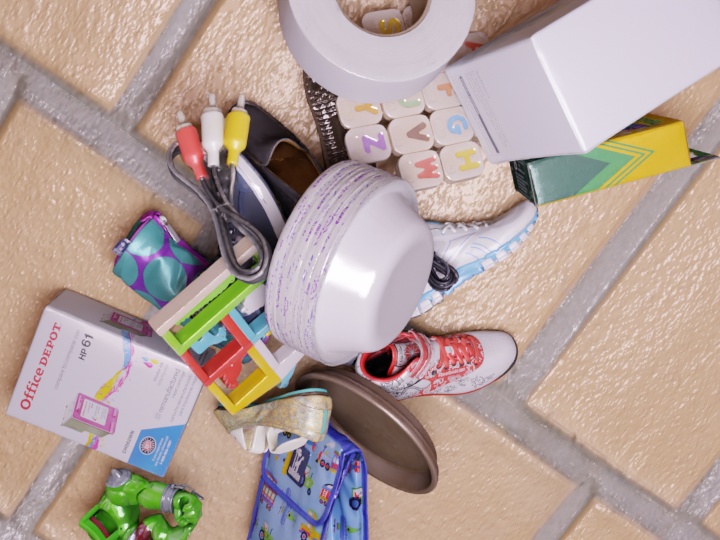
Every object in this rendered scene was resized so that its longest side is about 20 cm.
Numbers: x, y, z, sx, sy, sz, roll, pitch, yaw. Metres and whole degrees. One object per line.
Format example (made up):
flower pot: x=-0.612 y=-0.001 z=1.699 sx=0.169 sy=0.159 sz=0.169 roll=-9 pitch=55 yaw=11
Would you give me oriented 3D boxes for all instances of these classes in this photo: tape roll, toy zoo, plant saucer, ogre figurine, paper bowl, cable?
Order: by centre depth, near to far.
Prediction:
cable: x=-0.142 y=-0.078 z=0.918 sx=0.096 sy=0.050 sz=0.201 roll=-15 pitch=63 yaw=6
paper bowl: x=0.000 y=0.000 z=0.945 sx=0.104 sy=0.200 sz=0.202 roll=25 pitch=103 yaw=22
tape roll: x=0.015 y=-0.280 z=0.981 sx=0.200 sy=0.071 sz=0.204 roll=2 pitch=81 yaw=-12
toy zoo: x=-0.118 y=0.069 z=0.982 sx=0.131 sy=0.020 sz=0.200 roll=-41 pitch=138 yaw=-11
plant saucer: x=0.010 y=0.181 z=1.087 sx=0.200 sy=0.200 sz=0.030 roll=47 pitch=61 yaw=-10
ogre figurine: x=-0.264 y=0.305 z=1.133 sx=0.119 sy=0.200 sz=0.098 roll=33 pitch=59 yaw=2

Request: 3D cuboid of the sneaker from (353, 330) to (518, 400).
sneaker: x=0.089 y=0.102 z=1.082 sx=0.200 sy=0.108 sz=0.068 roll=-13 pitch=68 yaw=-2

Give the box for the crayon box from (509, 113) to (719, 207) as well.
crayon box: x=0.271 y=-0.127 z=1.032 sx=0.198 sy=0.126 sz=0.052 roll=-14 pitch=103 yaw=2

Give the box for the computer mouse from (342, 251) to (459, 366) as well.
computer mouse: x=0.015 y=0.039 z=1.075 sx=0.110 sy=0.044 sz=0.200 roll=45 pitch=118 yaw=12

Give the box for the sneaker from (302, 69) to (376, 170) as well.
sneaker: x=-0.022 y=-0.173 z=1.052 sx=0.070 sy=0.076 sz=0.202 roll=-5 pitch=82 yaw=5

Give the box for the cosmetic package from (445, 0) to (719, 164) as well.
cosmetic package: x=0.225 y=-0.210 z=0.947 sx=0.199 sy=0.200 sz=0.124 roll=-32 pitch=103 yaw=-14

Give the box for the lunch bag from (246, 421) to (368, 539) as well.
lunch bag: x=-0.051 y=0.253 z=1.093 sx=0.093 sy=0.150 sz=0.202 roll=0 pitch=104 yaw=-33

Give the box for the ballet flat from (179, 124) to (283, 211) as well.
ballet flat: x=-0.135 y=-0.080 z=1.068 sx=0.069 sy=0.063 sz=0.200 roll=-44 pitch=101 yaw=7

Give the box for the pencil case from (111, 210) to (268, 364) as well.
pencil case: x=-0.186 y=0.018 z=1.079 sx=0.199 sy=0.085 sz=0.093 roll=36 pitch=115 yaw=-9

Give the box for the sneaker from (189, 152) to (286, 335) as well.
sneaker: x=-0.148 y=-0.026 z=0.998 sx=0.146 sy=0.077 sz=0.203 roll=-33 pitch=106 yaw=-13

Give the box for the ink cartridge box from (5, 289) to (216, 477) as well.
ink cartridge box: x=-0.290 y=0.130 z=1.104 sx=0.199 sy=0.085 sz=0.145 roll=23 pitch=102 yaw=-5

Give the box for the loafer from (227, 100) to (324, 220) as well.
loafer: x=-0.081 y=-0.120 z=1.016 sx=0.073 sy=0.072 sz=0.200 roll=-32 pitch=66 yaw=-21

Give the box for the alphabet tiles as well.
alphabet tiles: x=0.066 y=-0.189 z=1.024 sx=0.194 sy=0.015 sz=0.202 roll=-13 pitch=85 yaw=-18

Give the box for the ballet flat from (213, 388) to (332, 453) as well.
ballet flat: x=-0.105 y=0.176 z=1.074 sx=0.199 sy=0.071 sz=0.071 roll=-16 pitch=108 yaw=46

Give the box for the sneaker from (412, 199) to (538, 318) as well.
sneaker: x=0.110 y=-0.031 z=1.082 sx=0.199 sy=0.075 sz=0.087 roll=-35 pitch=96 yaw=7
